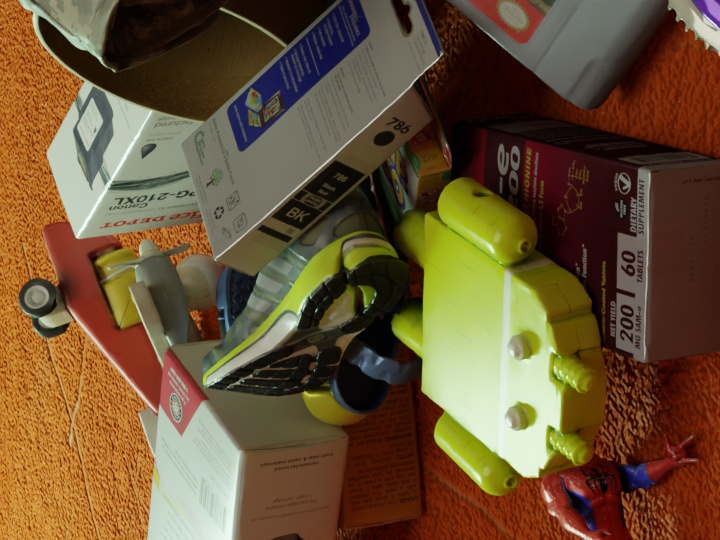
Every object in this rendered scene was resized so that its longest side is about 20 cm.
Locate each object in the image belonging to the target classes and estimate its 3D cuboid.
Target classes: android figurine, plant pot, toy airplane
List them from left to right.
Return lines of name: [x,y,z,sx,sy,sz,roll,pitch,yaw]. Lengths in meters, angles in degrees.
toy airplane: [-0.152,0.049,1.667,0.199,0.141,0.200,55,167,-31]
plant pot: [-0.096,-0.223,1.392,0.186,0.186,0.201,-25,48,59]
android figurine: [0.078,0.042,1.242,0.200,0.041,0.183,42,138,51]

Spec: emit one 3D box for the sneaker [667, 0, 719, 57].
sneaker: [0.190,-0.190,1.080,0.200,0.069,0.100,63,141,29]

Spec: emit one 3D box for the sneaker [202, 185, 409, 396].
sneaker: [-0.039,0.016,1.348,0.200,0.074,0.081,-42,48,42]

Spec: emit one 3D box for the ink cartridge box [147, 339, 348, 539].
ink cartridge box: [-0.083,0.167,1.495,0.148,0.085,0.201,46,137,50]

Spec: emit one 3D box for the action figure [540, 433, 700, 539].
action figure: [0.156,0.171,1.223,0.099,0.065,0.201,141,116,-64]

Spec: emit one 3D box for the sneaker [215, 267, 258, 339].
sneaker: [-0.074,0.091,1.604,0.078,0.070,0.201,-34,67,52]

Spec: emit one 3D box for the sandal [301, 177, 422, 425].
sandal: [0.000,0.000,1.394,0.087,0.079,0.201,-5,99,50]

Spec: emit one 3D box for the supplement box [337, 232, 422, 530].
supplement box: [-0.006,0.074,1.485,0.066,0.069,0.201,4,102,62]

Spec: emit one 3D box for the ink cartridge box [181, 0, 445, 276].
ink cartridge box: [-0.021,-0.094,1.280,0.200,0.039,0.100,-40,48,28]

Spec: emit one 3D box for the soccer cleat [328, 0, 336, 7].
soccer cleat: [-0.049,-0.200,1.497,0.200,0.065,0.084,46,129,45]

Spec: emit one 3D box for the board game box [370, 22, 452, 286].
board game box: [0.028,-0.070,1.360,0.200,0.030,0.096,101,153,-67]

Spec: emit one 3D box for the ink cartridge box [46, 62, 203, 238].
ink cartridge box: [-0.128,-0.112,1.576,0.200,0.144,0.085,-50,55,52]

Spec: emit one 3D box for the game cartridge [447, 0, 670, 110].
game cartridge: [0.088,-0.196,1.196,0.200,0.041,0.133,41,132,8]

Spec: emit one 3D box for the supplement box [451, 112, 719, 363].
supplement box: [0.127,-0.023,1.234,0.200,0.061,0.109,21,114,59]

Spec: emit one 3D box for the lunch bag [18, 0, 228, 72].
lunch bag: [-0.131,-0.226,1.233,0.164,0.200,0.118,41,178,24]
